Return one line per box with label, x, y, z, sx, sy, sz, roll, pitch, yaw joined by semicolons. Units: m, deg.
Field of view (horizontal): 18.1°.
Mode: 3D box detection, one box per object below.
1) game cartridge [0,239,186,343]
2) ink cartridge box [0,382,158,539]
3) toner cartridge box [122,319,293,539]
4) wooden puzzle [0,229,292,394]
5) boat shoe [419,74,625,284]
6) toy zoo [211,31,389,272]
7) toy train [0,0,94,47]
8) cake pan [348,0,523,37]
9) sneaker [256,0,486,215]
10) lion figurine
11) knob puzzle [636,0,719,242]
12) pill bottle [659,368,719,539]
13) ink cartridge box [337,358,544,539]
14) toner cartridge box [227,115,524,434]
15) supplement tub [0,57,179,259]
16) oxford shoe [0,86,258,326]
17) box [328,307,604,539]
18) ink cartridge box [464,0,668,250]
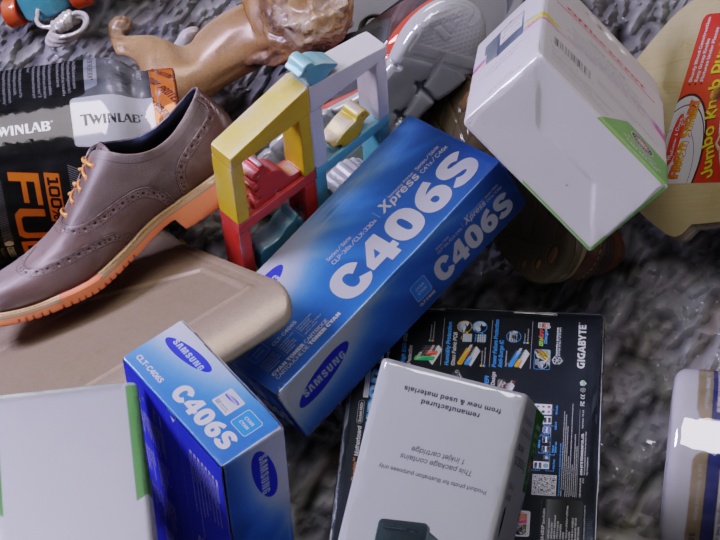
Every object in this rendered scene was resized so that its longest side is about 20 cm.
game cartridge;-0.196;0.070;1.431;0.198;0.033;0.177;-10;52;-2
ink cartridge box;-0.149;0.180;1.231;0.083;0.201;0.146;-6;51;-6
toner cartridge box;-0.081;0.127;1.267;0.043;0.201;0.095;-33;57;-23
wooden puzzle;-0.153;0.047;1.367;0.184;0.037;0.200;-31;26;-18
boat shoe;0.105;-0.062;1.500;0.067;0.072;0.200;4;37;-38
toy zoo;-0.034;-0.064;1.416;0.131;0.201;0.020;-38;58;-23
toy train;-0.173;-0.241;1.623;0.200;0.056;0.150;-38;31;-21
cake pan;0.021;-0.200;1.625;0.198;0.037;0.201;-2;52;2
sneaker;-0.002;-0.117;1.522;0.200;0.077;0.082;-40;37;4
lion figurine;-0.091;-0.155;1.541;0.199;0.072;0.123;-35;41;19
knob puzzle;0.241;-0.108;1.489;0.219;0.030;0.221;-30;46;38
pill bottle;0.276;0.121;1.307;0.198;0.111;0.112;6;52;8
ink cartridge box;0.034;0.160;1.221;0.082;0.147;0.202;14;85;10
toner cartridge box;0.000;0.000;1.393;0.200;0.043;0.095;-47;41;-13
supplement tub;-0.214;-0.073;1.484;0.198;0.123;0.123;-9;51;-2
oxford shoe;-0.163;-0.039;1.404;0.199;0.073;0.071;-36;23;-8
box;0.067;0.113;1.367;0.158;0.046;0.201;2;51;6
ink cartridge box;0.132;-0.106;1.428;0.117;0.067;0.200;44;20;-11
